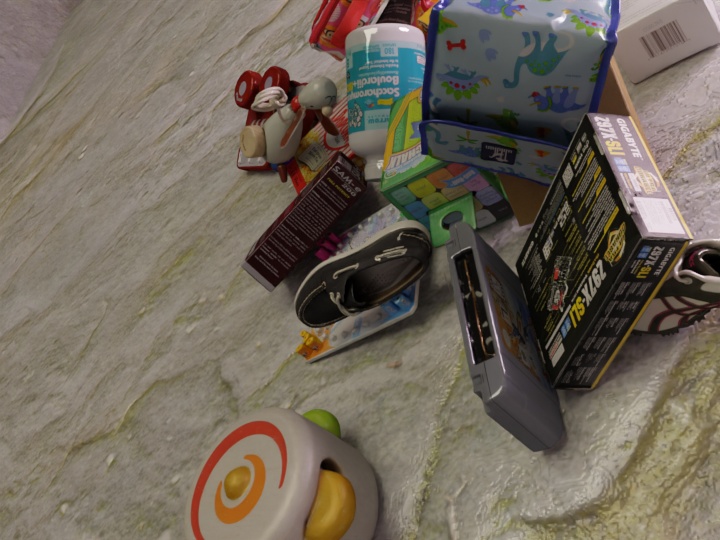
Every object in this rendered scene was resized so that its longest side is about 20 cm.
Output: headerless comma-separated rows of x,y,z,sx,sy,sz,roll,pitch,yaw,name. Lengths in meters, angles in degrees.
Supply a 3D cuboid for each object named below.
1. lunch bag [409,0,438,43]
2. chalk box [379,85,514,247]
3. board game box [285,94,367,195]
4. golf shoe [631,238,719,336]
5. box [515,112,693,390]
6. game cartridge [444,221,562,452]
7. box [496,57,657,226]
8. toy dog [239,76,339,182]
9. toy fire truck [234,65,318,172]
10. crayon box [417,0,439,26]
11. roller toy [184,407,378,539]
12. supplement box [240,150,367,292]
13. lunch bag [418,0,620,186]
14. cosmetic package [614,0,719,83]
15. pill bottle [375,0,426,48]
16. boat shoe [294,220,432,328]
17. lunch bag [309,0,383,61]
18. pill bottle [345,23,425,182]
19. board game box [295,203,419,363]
0.164,-0.404,1.159,0.082,0.175,0.201,116,160,-65,lunch bag
0.109,-0.122,0.985,0.124,0.124,0.201,-23,43,34,chalk box
-0.022,-0.194,1.262,0.200,0.046,0.152,-42,36,11,board game box
0.284,0.005,0.709,0.199,0.088,0.078,-9,53,47,golf shoe
0.207,-0.015,0.741,0.201,0.049,0.160,105,162,-45,box
0.137,0.062,0.777,0.041,0.133,0.201,-30,45,26,game cartridge
0.203,-0.162,0.872,0.163,0.201,0.021,-19,11,37,box
-0.099,-0.200,1.224,0.131,0.097,0.200,-20,-6,-20,toy dog
-0.143,-0.251,1.414,0.199,0.112,0.169,9,90,52,toy fire truck
0.169,-0.249,0.956,0.127,0.200,0.051,-48,-8,-35,crayon box
-0.086,0.244,0.853,0.182,0.140,0.200,-46,36,7,roller toy
-0.077,-0.072,1.160,0.200,0.061,0.109,-47,10,12,supplement box
0.148,-0.176,0.803,0.169,0.201,0.128,14,49,10,lunch bag
0.339,-0.329,0.959,0.112,0.081,0.201,-23,42,33,cosmetic package
0.092,-0.381,1.247,0.116,0.116,0.201,5,63,49,pill bottle
0.000,0.018,0.949,0.199,0.074,0.061,-30,33,24,boat shoe
-0.001,-0.401,1.184,0.200,0.082,0.177,-46,20,54,lunch bag
0.037,-0.224,1.118,0.110,0.110,0.202,-2,91,47,pill bottle
0.000,0.000,1.058,0.199,0.026,0.201,-29,40,39,board game box
